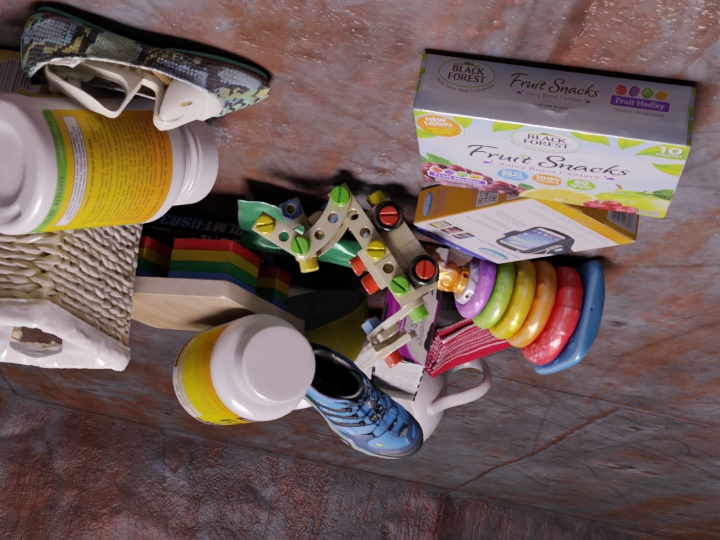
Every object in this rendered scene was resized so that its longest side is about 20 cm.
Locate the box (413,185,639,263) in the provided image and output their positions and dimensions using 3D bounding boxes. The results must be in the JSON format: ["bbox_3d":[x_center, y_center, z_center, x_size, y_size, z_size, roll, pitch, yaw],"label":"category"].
[{"bbox_3d":[0.144,-0.050,1.131,0.119,0.042,0.200,23,162,-34],"label":"box"}]

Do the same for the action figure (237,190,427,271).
[{"bbox_3d":[-0.025,-0.033,1.263,0.199,0.055,0.118,15,163,4],"label":"action figure"}]

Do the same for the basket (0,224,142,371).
[{"bbox_3d":[-0.333,-0.004,1.151,0.198,0.161,0.200,3,166,13],"label":"basket"}]

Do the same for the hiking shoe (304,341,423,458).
[{"bbox_3d":[-0.008,0.149,1.354,0.200,0.075,0.087,35,165,-13],"label":"hiking shoe"}]

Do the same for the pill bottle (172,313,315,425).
[{"bbox_3d":[-0.120,0.105,1.280,0.109,0.110,0.200,18,164,-21],"label":"pill bottle"}]

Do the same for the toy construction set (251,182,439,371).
[{"bbox_3d":[0.000,0.000,1.177,0.200,0.131,0.092,57,180,-7],"label":"toy construction set"}]

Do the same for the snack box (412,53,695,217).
[{"bbox_3d":[0.146,-0.101,0.936,0.199,0.053,0.142,9,162,9],"label":"snack box"}]

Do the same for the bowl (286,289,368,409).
[{"bbox_3d":[-0.077,0.106,1.489,0.199,0.108,0.200,-14,-168,3],"label":"bowl"}]

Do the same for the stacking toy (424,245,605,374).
[{"bbox_3d":[0.138,0.024,1.250,0.199,0.116,0.110,19,162,-15],"label":"stacking toy"}]

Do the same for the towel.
[{"bbox_3d":[0.148,0.076,1.446,0.144,0.023,0.200,-21,165,-8],"label":"towel"}]

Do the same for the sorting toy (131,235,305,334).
[{"bbox_3d":[-0.185,0.015,1.328,0.198,0.070,0.200,2,167,22],"label":"sorting toy"}]

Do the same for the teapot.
[{"bbox_3d":[0.045,0.138,1.633,0.200,0.146,0.197,44,138,2],"label":"teapot"}]

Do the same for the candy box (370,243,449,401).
[{"bbox_3d":[0.053,0.062,1.382,0.061,0.137,0.200,12,164,2],"label":"candy box"}]

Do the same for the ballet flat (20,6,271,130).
[{"bbox_3d":[-0.173,-0.148,0.971,0.199,0.074,0.074,14,163,-9],"label":"ballet flat"}]

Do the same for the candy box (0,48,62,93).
[{"bbox_3d":[-0.355,-0.155,1.087,0.199,0.057,0.117,8,162,8],"label":"candy box"}]

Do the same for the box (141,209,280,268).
[{"bbox_3d":[-0.200,-0.018,1.447,0.198,0.050,0.200,9,162,6],"label":"box"}]

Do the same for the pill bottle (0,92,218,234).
[{"bbox_3d":[-0.218,-0.092,1.023,0.111,0.111,0.200,-3,-177,40],"label":"pill bottle"}]
